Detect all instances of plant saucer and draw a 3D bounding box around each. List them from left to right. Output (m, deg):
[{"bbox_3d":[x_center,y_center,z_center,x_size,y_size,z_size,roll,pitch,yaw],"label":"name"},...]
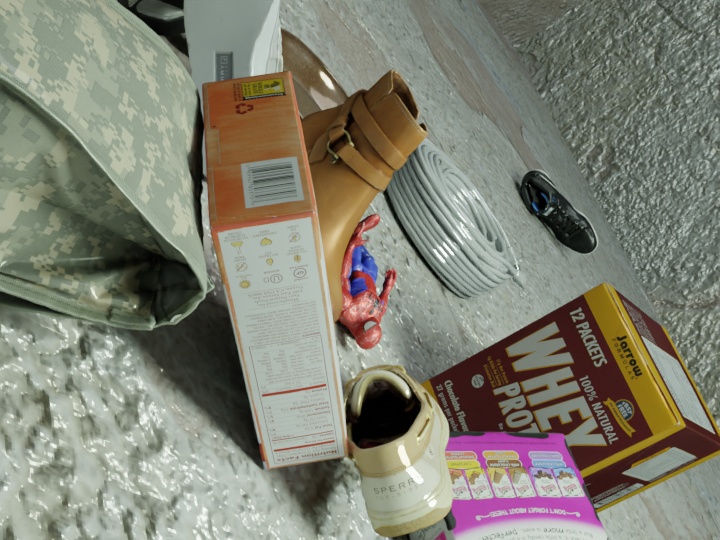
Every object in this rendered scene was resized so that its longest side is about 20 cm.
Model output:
[{"bbox_3d":[-0.044,-0.156,1.078,0.200,0.037,0.201,49,19,-24],"label":"plant saucer"}]

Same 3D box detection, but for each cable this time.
[{"bbox_3d":[0.106,-0.063,1.258,0.200,0.069,0.200,24,37,-58],"label":"cable"}]

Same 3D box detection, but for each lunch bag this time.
[{"bbox_3d":[-0.158,-0.071,0.521,0.200,0.118,0.164,39,24,-33],"label":"lunch bag"}]

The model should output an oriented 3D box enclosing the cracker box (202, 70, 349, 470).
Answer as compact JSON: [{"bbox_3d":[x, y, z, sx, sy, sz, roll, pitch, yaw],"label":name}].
[{"bbox_3d":[-0.049,0.003,0.626,0.134,0.058,0.200,-102,-175,-47],"label":"cracker box"}]

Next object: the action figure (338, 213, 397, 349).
[{"bbox_3d":[0.000,0.000,0.923,0.065,0.052,0.200,50,22,-32],"label":"action figure"}]

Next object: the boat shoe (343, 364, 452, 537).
[{"bbox_3d":[0.020,0.099,0.714,0.200,0.074,0.069,-110,-179,-72],"label":"boat shoe"}]

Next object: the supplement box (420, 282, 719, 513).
[{"bbox_3d":[0.193,0.134,0.948,0.200,0.197,0.133,27,36,-57],"label":"supplement box"}]

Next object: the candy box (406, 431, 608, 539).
[{"bbox_3d":[0.113,0.214,0.747,0.136,0.061,0.200,6,46,-27],"label":"candy box"}]

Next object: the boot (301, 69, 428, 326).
[{"bbox_3d":[-0.009,-0.062,0.823,0.074,0.155,0.200,37,27,-47],"label":"boot"}]

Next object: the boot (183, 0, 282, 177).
[{"bbox_3d":[-0.093,-0.170,0.817,0.096,0.073,0.201,-55,154,-77],"label":"boot"}]

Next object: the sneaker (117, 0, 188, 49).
[{"bbox_3d":[-0.149,-0.250,0.901,0.200,0.076,0.116,10,51,-62],"label":"sneaker"}]

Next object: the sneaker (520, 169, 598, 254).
[{"bbox_3d":[0.371,-0.101,2.008,0.200,0.073,0.112,49,21,2],"label":"sneaker"}]
